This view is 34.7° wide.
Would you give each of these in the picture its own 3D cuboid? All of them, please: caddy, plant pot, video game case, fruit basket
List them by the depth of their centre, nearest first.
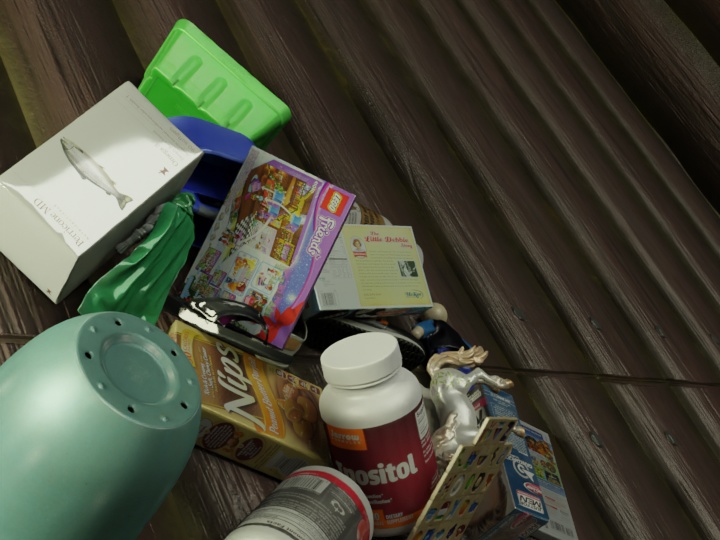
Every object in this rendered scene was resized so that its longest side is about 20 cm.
[{"bbox_3d":[-0.235,0.132,1.017,0.200,0.161,0.201,32,30,-21],"label":"plant pot"},{"bbox_3d":[-0.191,-0.098,1.407,0.199,0.141,0.105,15,36,-42],"label":"caddy"},{"bbox_3d":[0.223,0.279,1.573,0.143,0.018,0.200,28,33,-27],"label":"video game case"},{"bbox_3d":[-0.198,-0.248,1.612,0.215,0.155,0.216,18,52,-25],"label":"fruit basket"}]

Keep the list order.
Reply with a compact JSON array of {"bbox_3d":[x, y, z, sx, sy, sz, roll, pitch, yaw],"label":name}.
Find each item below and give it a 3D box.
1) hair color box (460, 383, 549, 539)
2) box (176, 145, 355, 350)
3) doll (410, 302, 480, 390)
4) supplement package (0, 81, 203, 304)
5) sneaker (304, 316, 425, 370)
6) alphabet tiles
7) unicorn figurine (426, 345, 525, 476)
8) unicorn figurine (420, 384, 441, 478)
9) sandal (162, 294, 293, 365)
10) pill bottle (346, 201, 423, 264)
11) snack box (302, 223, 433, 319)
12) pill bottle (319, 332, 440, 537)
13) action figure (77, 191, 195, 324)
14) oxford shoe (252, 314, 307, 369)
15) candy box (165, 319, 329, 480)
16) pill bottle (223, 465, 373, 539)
[{"bbox_3d":[0.160,0.249,1.441,0.060,0.100,0.200,25,33,-29],"label":"hair color box"},{"bbox_3d":[-0.108,-0.026,1.342,0.136,0.201,0.039,26,-7,2],"label":"box"},{"bbox_3d":[0.119,0.118,1.620,0.136,0.048,0.200,28,33,-30],"label":"doll"},{"bbox_3d":[-0.283,-0.084,1.218,0.117,0.117,0.200,43,53,-2],"label":"supplement package"},{"bbox_3d":[0.003,0.070,1.508,0.199,0.070,0.090,21,39,-33],"label":"sneaker"},{"bbox_3d":[0.108,0.247,1.267,0.006,0.201,0.166,31,8,25],"label":"alphabet tiles"},{"bbox_3d":[0.125,0.178,1.360,0.137,0.074,0.200,4,40,-25],"label":"unicorn figurine"},{"bbox_3d":[0.070,0.186,1.423,0.137,0.074,0.200,40,29,-2],"label":"unicorn figurine"},{"bbox_3d":[-0.160,0.046,1.275,0.200,0.048,0.075,27,-5,3],"label":"sandal"},{"bbox_3d":[-0.016,-0.034,1.578,0.199,0.114,0.115,26,33,-31],"label":"pill bottle"},{"bbox_3d":[0.000,0.000,1.467,0.199,0.037,0.117,0,69,-42],"label":"snack box"},{"bbox_3d":[0.018,0.175,1.247,0.113,0.112,0.201,-54,134,-62],"label":"pill bottle"},{"bbox_3d":[-0.226,-0.004,1.220,0.201,0.054,0.118,-63,148,-29],"label":"action figure"},{"bbox_3d":[-0.102,0.037,1.430,0.075,0.058,0.200,25,32,-28],"label":"oxford shoe"},{"bbox_3d":[-0.130,0.146,1.247,0.200,0.055,0.116,29,30,-27],"label":"candy box"},{"bbox_3d":[-0.072,0.275,1.091,0.111,0.111,0.200,46,29,4],"label":"pill bottle"}]
